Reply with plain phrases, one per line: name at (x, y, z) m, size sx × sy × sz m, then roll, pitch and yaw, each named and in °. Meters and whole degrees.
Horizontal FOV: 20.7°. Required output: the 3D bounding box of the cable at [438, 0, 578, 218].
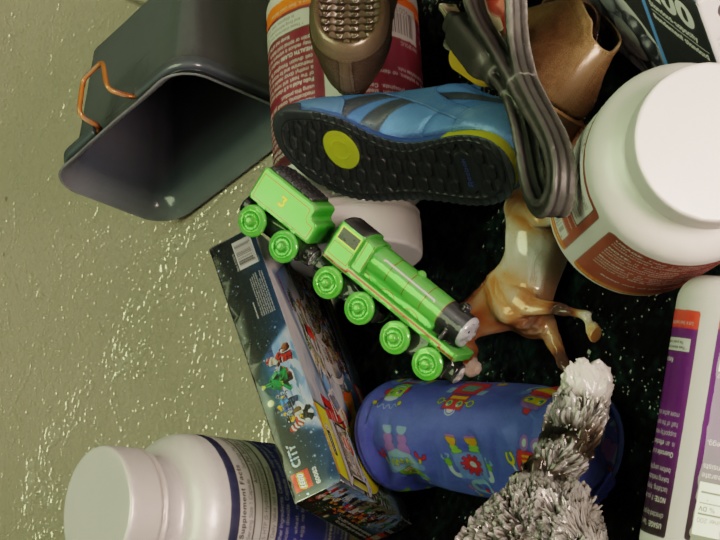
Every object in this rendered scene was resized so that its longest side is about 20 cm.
cable at (0.097, -0.117, 1.151) m, size 0.200 × 0.050 × 0.097 m, roll 61°, pitch 138°, yaw 43°

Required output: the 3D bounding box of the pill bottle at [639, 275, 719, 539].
pill bottle at (0.217, 0.107, 1.092) m, size 0.112 × 0.112 × 0.201 m, roll 8°, pitch 89°, yaw 52°

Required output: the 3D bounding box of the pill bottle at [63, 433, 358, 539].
pill bottle at (-0.104, 0.178, 1.409) m, size 0.120 × 0.200 × 0.120 m, roll -16°, pitch 70°, yaw 49°

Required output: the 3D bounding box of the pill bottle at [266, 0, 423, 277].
pill bottle at (-0.008, -0.102, 1.423) m, size 0.114 × 0.114 × 0.201 m, roll -22°, pitch 64°, yaw 47°

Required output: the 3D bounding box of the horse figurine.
horse figurine at (0.124, -0.011, 1.286) m, size 0.132 × 0.050 × 0.201 m, roll 27°, pitch 105°, yaw 49°

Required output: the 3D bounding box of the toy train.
toy train at (0.000, 0.000, 1.319) m, size 0.200 × 0.042 × 0.056 m, roll 38°, pitch 107°, yaw 20°

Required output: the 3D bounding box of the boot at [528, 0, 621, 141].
boot at (0.127, -0.146, 1.267) m, size 0.076 × 0.073 × 0.200 m, roll -55°, pitch 16°, yaw 15°

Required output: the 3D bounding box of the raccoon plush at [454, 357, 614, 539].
raccoon plush at (0.132, 0.159, 1.101) m, size 0.134 × 0.097 × 0.201 m, roll 22°, pitch 97°, yaw 33°

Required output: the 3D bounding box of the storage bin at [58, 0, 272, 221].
storage bin at (-0.159, -0.154, 1.617) m, size 0.200 × 0.145 × 0.135 m, roll -35°, pitch 46°, yaw 42°

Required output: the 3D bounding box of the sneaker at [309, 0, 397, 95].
sneaker at (-0.004, -0.212, 1.364) m, size 0.076 × 0.070 × 0.201 m, roll 90°, pitch -171°, yaw -59°

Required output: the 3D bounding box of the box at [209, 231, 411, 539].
box at (-0.034, 0.082, 1.381) m, size 0.038 × 0.137 × 0.201 m, roll -26°, pitch 63°, yaw 11°

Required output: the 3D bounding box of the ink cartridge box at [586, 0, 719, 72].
ink cartridge box at (0.170, -0.183, 1.165) m, size 0.043 × 0.200 × 0.198 m, roll -33°, pitch 45°, yaw -5°

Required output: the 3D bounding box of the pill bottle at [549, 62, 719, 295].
pill bottle at (0.175, -0.052, 1.112) m, size 0.200 × 0.112 × 0.113 m, roll 118°, pitch 156°, yaw -81°

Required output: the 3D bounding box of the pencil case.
pencil case at (0.085, 0.114, 1.287) m, size 0.200 × 0.078 × 0.087 m, roll 0°, pitch 121°, yaw 51°

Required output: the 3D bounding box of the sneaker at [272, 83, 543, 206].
sneaker at (0.037, -0.091, 1.315) m, size 0.200 × 0.078 × 0.066 m, roll 8°, pitch 130°, yaw 33°
